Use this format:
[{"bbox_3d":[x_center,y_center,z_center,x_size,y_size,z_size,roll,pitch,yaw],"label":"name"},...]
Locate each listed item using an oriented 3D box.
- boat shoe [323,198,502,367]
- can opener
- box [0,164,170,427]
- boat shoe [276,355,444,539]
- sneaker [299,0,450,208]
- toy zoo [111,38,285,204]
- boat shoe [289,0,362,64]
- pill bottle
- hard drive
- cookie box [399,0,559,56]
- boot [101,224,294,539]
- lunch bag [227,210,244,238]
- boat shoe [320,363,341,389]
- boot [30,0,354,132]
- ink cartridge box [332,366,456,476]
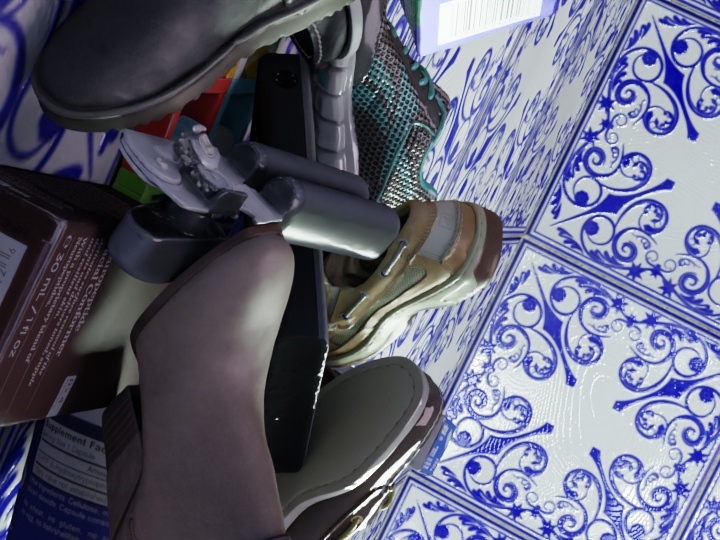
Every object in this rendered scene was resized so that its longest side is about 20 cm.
[{"bbox_3d":[0.000,0.000,0.889,0.200,0.076,0.072,-36,-138,49],"label":"boat shoe"},{"bbox_3d":[-0.051,-0.030,0.706,0.067,0.053,0.199,-52,155,19],"label":"can opener"},{"bbox_3d":[-0.148,0.011,0.694,0.101,0.075,0.200,-64,171,5],"label":"box"},{"bbox_3d":[-0.017,0.126,0.876,0.200,0.059,0.072,-46,-141,24],"label":"boat shoe"},{"bbox_3d":[0.012,-0.112,0.896,0.078,0.090,0.201,-119,-155,-49],"label":"sneaker"},{"bbox_3d":[-0.084,-0.107,0.846,0.201,0.020,0.131,-66,168,13],"label":"toy zoo"},{"bbox_3d":[-0.045,-0.169,0.741,0.060,0.076,0.201,-32,146,-12],"label":"boat shoe"},{"bbox_3d":[-0.131,0.111,0.849,0.120,0.119,0.202,1,105,-78],"label":"pill bottle"},{"bbox_3d":[-0.046,-0.004,0.855,0.140,0.033,0.201,103,-14,-52],"label":"hard drive"},{"bbox_3d":[0.027,-0.225,0.638,0.075,0.201,0.171,-16,161,-4],"label":"cookie box"},{"bbox_3d":[-0.061,0.094,0.679,0.070,0.147,0.200,-5,148,-35],"label":"boot"},{"bbox_3d":[-0.024,-0.056,1.056,0.161,0.082,0.201,50,64,-78],"label":"lunch bag"},{"bbox_3d":[-0.093,0.120,0.946,0.068,0.199,0.072,47,25,-70],"label":"boat shoe"},{"bbox_3d":[-0.077,-0.167,0.596,0.181,0.073,0.200,-35,151,-14],"label":"boot"},{"bbox_3d":[-0.032,0.079,1.042,0.044,0.199,0.094,-62,169,-5],"label":"ink cartridge box"}]
